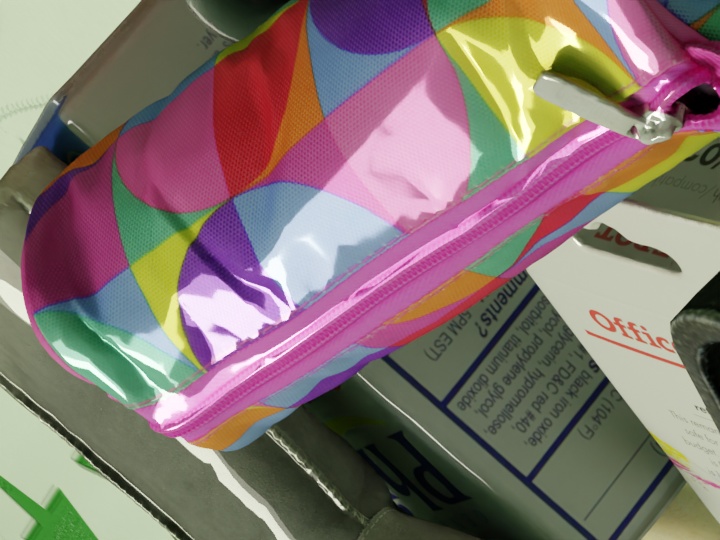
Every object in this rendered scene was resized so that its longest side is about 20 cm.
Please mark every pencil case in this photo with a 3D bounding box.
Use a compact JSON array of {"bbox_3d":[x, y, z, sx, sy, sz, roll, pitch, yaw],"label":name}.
[{"bbox_3d":[0.011,-0.030,0.631,0.088,0.089,0.200,45,129,-16],"label":"pencil case"}]

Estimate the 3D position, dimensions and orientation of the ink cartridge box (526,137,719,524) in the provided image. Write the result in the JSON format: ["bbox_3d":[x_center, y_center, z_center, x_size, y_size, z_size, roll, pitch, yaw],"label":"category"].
[{"bbox_3d":[0.122,0.023,0.708,0.115,0.068,0.200,18,154,52],"label":"ink cartridge box"}]

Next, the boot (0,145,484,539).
[{"bbox_3d":[-0.043,0.066,0.808,0.199,0.073,0.182,33,149,-1],"label":"boot"}]

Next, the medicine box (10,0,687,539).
[{"bbox_3d":[0.000,0.000,0.849,0.200,0.103,0.182,42,163,-4],"label":"medicine box"}]

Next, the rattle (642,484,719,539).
[{"bbox_3d":[0.092,0.139,0.959,0.199,0.144,0.130,20,173,34],"label":"rattle"}]

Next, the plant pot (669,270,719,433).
[{"bbox_3d":[0.194,0.030,0.390,0.199,0.178,0.200,23,156,41],"label":"plant pot"}]

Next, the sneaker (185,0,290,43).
[{"bbox_3d":[0.002,-0.105,0.615,0.070,0.082,0.200,39,163,8],"label":"sneaker"}]
